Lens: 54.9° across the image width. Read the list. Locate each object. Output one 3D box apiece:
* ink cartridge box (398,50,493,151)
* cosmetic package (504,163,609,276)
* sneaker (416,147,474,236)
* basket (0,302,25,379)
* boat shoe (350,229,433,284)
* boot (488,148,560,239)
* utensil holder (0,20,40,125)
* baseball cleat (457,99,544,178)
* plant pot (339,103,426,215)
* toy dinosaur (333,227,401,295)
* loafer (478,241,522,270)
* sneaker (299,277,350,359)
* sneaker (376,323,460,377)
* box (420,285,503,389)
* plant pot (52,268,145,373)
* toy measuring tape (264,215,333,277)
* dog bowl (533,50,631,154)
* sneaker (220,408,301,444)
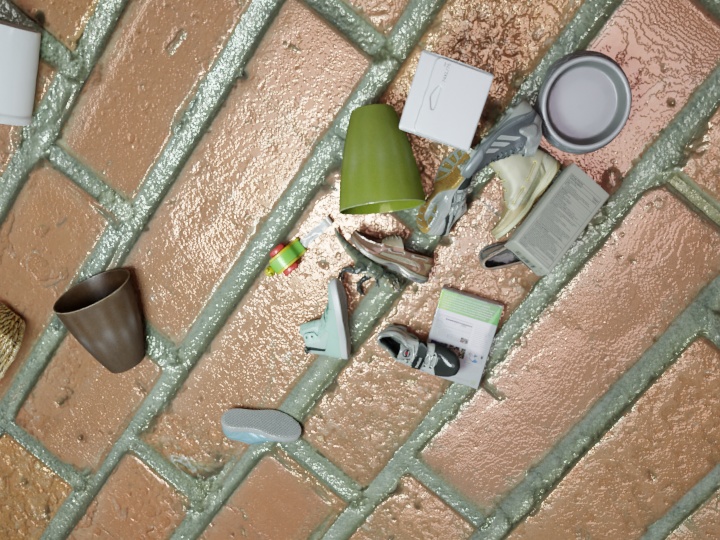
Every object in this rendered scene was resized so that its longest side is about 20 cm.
[{"bbox_3d":[0.170,-0.332,1.358,0.143,0.200,0.150,20,107,4],"label":"ink cartridge box"},{"bbox_3d":[0.394,-0.100,1.399,0.103,0.087,0.201,41,86,1],"label":"cosmetic package"},{"bbox_3d":[0.197,-0.164,1.463,0.086,0.076,0.202,15,116,-38],"label":"sneaker"},{"bbox_3d":[-0.899,0.205,1.708,0.148,0.143,0.202,36,101,2],"label":"basket"},{"bbox_3d":[0.071,-0.045,1.517,0.196,0.076,0.073,27,103,-7],"label":"boat shoe"},{"bbox_3d":[0.297,-0.184,1.438,0.154,0.073,0.202,36,105,-1],"label":"boot"},{"bbox_3d":[-0.798,-0.441,1.523,0.166,0.170,0.205,18,104,5],"label":"utensil holder"},{"bbox_3d":[0.286,-0.241,1.360,0.106,0.070,0.201,41,86,2],"label":"baseball cleat"},{"bbox_3d":[0.036,-0.231,1.435,0.182,0.187,0.206,-7,88,11],"label":"plant pot"},{"bbox_3d":[0.000,0.000,1.554,0.198,0.047,0.089,38,104,4],"label":"toy dinosaur"},{"bbox_3d":[0.347,-0.042,1.469,0.196,0.063,0.073,-20,100,14],"label":"loafer"},{"bbox_3d":[-0.088,0.111,1.565,0.115,0.074,0.205,2,118,11],"label":"sneaker"},{"bbox_3d":[0.121,0.187,1.524,0.196,0.088,0.076,22,106,22],"label":"sneaker"},{"bbox_3d":[0.224,0.150,1.553,0.141,0.036,0.205,17,107,6],"label":"box"},{"bbox_3d":[-0.589,0.132,1.634,0.182,0.188,0.204,-13,116,13],"label":"plant pot"},{"bbox_3d":[-0.144,-0.048,1.552,0.199,0.074,0.074,-38,95,17],"label":"toy measuring tape"},{"bbox_3d":[0.446,-0.334,1.383,0.194,0.059,0.206,2,104,9],"label":"dog bowl"},{"bbox_3d":[-0.241,0.388,1.687,0.194,0.075,0.083,12,135,2],"label":"sneaker"}]
